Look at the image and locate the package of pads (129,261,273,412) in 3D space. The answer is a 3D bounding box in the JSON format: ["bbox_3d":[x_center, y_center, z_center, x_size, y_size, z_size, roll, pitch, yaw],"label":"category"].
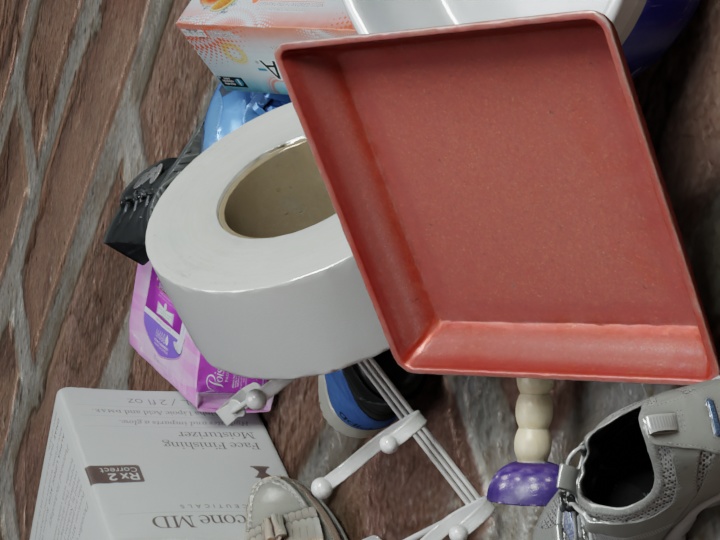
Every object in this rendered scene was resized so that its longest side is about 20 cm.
[{"bbox_3d":[-0.126,0.031,1.507,0.200,0.075,0.121,-149,64,-64],"label":"package of pads"}]

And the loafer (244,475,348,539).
[{"bbox_3d":[-0.038,0.224,1.273,0.063,0.072,0.200,46,-159,-58],"label":"loafer"}]

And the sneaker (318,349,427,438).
[{"bbox_3d":[0.001,0.000,1.205,0.111,0.077,0.201,137,128,-64],"label":"sneaker"}]

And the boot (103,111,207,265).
[{"bbox_3d":[-0.118,-0.078,1.418,0.165,0.066,0.200,-47,7,-14],"label":"boot"}]

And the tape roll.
[{"bbox_3d":[-0.024,-0.027,1.113,0.071,0.202,0.202,64,173,-32],"label":"tape roll"}]

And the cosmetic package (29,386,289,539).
[{"bbox_3d":[-0.151,0.213,1.437,0.200,0.164,0.165,-124,42,-53],"label":"cosmetic package"}]

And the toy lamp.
[{"bbox_3d":[0.096,0.026,1.010,0.058,0.058,0.201,177,94,-67],"label":"toy lamp"}]

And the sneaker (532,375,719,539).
[{"bbox_3d":[0.124,0.101,0.903,0.200,0.082,0.075,124,141,-51],"label":"sneaker"}]

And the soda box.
[{"bbox_3d":[-0.016,-0.150,1.147,0.200,0.068,0.064,10,59,41],"label":"soda box"}]

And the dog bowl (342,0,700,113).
[{"bbox_3d":[0.079,-0.182,0.942,0.200,0.079,0.201,10,105,41],"label":"dog bowl"}]

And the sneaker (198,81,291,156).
[{"bbox_3d":[-0.042,-0.134,1.249,0.200,0.066,0.078,-58,20,-7],"label":"sneaker"}]

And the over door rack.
[{"bbox_3d":[-0.015,0.126,1.166,0.148,0.067,0.200,53,151,-1],"label":"over door rack"}]

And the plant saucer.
[{"bbox_3d":[0.073,-0.037,0.922,0.200,0.037,0.200,-1,121,40],"label":"plant saucer"}]
